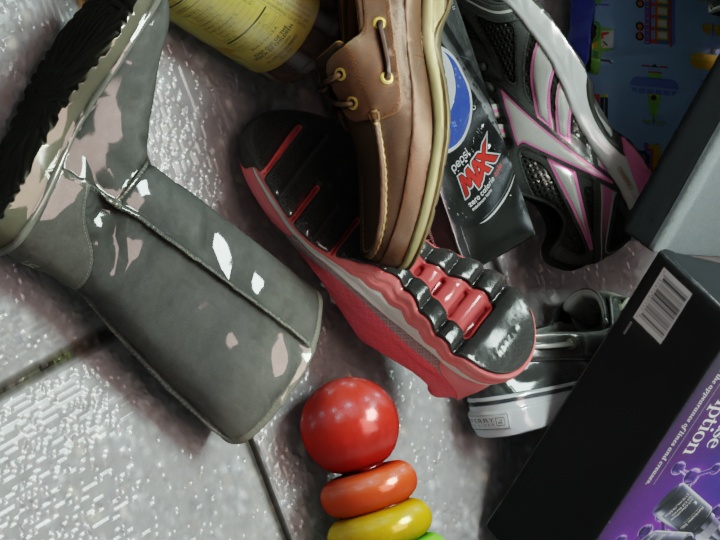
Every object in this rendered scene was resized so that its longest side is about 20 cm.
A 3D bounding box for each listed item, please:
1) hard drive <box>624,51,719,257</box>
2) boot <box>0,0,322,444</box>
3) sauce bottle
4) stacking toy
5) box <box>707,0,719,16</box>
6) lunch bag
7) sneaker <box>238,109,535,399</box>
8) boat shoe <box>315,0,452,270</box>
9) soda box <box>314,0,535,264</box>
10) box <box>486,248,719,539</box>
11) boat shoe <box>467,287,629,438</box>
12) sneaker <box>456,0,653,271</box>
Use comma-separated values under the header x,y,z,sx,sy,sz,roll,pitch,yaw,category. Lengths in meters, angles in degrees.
x,y,z,sx,sy,sz,roll,pitch,yaw,category
0.238,-0.099,1.554,0.140,0.033,0.200,2,121,-56,hard drive
-0.090,-0.032,1.393,0.200,0.073,0.182,34,79,-28,boot
-0.098,-0.167,1.410,0.200,0.065,0.065,32,64,-36,sauce bottle
0.013,0.156,1.470,0.085,0.085,0.200,-20,92,-43,stacking toy
0.247,-0.240,1.617,0.193,0.047,0.200,2,73,-54,box
0.204,-0.102,1.680,0.200,0.094,0.151,8,82,-33,lunch bag
0.000,0.000,1.480,0.200,0.087,0.074,44,55,-1,sneaker
0.008,-0.100,1.425,0.068,0.072,0.200,3,84,-15,boat shoe
0.026,-0.097,1.512,0.063,0.071,0.200,-30,105,-41,soda box
0.187,0.097,1.559,0.141,0.079,0.200,9,119,-46,box
0.144,0.045,1.603,0.200,0.072,0.071,-15,99,-41,boat shoe
0.096,-0.085,1.576,0.086,0.080,0.200,-36,95,-5,sneaker
